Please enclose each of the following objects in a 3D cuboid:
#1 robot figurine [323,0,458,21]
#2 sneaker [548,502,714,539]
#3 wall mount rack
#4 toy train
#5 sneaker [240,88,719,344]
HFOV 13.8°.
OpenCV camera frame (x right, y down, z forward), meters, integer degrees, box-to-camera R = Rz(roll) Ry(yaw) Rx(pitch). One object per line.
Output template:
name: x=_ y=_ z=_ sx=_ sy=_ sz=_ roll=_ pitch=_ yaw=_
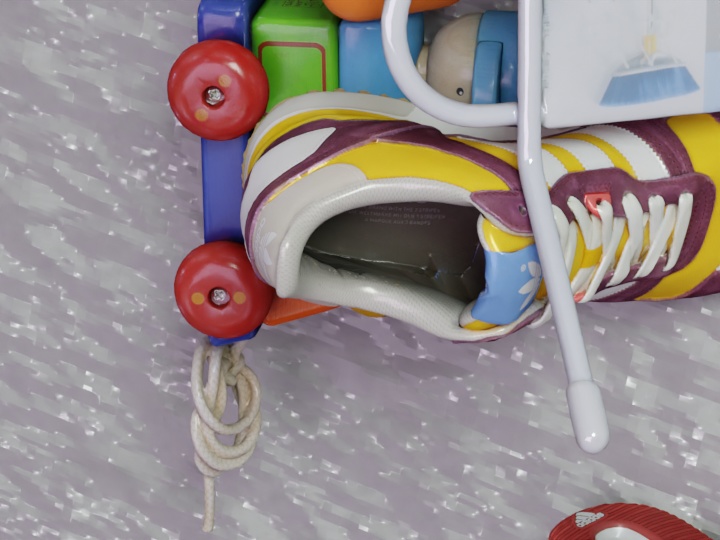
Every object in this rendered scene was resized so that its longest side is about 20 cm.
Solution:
robot figurine: x=0.026 y=-0.178 z=0.927 sx=0.116 sy=0.144 sz=0.200 roll=10 pitch=116 yaw=-16
sneaker: x=0.136 y=0.173 z=1.005 sx=0.200 sy=0.078 sz=0.116 roll=40 pitch=134 yaw=38
wall mount rack: x=0.110 y=-0.045 z=0.887 sx=0.200 sy=0.075 sz=0.174 roll=-6 pitch=107 yaw=-16
toy train: x=0.000 y=0.000 z=1.026 sx=0.116 sy=0.085 sz=0.200 roll=3 pitch=110 yaw=10
sneaker: x=0.062 y=-0.011 z=0.940 sx=0.200 sy=0.090 sz=0.075 roll=-2 pitch=118 yaw=-4
